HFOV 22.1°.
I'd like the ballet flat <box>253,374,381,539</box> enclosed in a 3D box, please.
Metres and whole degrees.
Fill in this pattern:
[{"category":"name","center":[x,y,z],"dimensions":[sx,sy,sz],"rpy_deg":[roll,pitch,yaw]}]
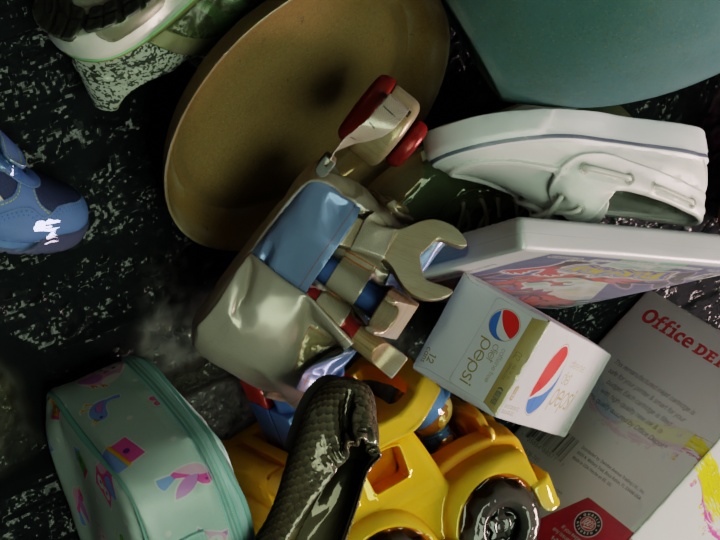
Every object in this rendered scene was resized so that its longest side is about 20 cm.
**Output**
[{"category":"ballet flat","center":[-0.030,0.157,1.028],"dimensions":[0.067,0.046,0.201],"rpy_deg":[15,94,-53]}]

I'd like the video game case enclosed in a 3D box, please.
[{"category":"video game case","center":[0.115,-0.001,1.165],"dimensions":[0.199,0.182,0.023],"rpy_deg":[3,79,-37]}]

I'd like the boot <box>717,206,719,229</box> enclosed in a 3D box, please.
[{"category":"boot","center":[0.323,-0.094,1.273],"dimensions":[0.200,0.072,0.166],"rpy_deg":[-53,173,6]}]

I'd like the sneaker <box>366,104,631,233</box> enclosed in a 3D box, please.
[{"category":"sneaker","center":[0.103,-0.051,1.171],"dimensions":[0.199,0.090,0.067],"rpy_deg":[-25,158,-24]}]

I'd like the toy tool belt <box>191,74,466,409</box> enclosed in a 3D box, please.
[{"category":"toy tool belt","center":[0.000,0.000,1.072],"dimensions":[0.123,0.125,0.200],"rpy_deg":[37,103,-7]}]

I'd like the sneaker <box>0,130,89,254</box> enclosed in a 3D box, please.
[{"category":"sneaker","center":[-0.218,-0.066,0.965],"dimensions":[0.199,0.074,0.083],"rpy_deg":[22,97,-40]}]

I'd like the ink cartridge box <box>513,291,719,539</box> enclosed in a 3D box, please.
[{"category":"ink cartridge box","center":[0.214,0.148,1.320],"dimensions":[0.200,0.145,0.145],"rpy_deg":[-46,130,-7]}]

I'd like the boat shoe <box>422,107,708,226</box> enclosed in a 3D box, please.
[{"category":"boat shoe","center":[0.130,-0.057,1.108],"dimensions":[0.199,0.073,0.066],"rpy_deg":[1,79,-25]}]

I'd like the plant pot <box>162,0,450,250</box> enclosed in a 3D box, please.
[{"category":"plant pot","center":[-0.035,-0.096,1.069],"dimensions":[0.199,0.028,0.201],"rpy_deg":[-29,148,-20]}]

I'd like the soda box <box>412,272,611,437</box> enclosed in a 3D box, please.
[{"category":"soda box","center":[0.100,0.057,1.173],"dimensions":[0.068,0.063,0.200],"rpy_deg":[-61,160,2]}]

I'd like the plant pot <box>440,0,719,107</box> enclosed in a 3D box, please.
[{"category":"plant pot","center":[0.115,-0.174,1.079],"dimensions":[0.134,0.200,0.200],"rpy_deg":[-31,129,4]}]

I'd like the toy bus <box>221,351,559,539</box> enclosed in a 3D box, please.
[{"category":"toy bus","center":[0.006,0.116,1.187],"dimensions":[0.199,0.135,0.193],"rpy_deg":[-27,109,-24]}]

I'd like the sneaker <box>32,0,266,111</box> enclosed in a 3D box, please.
[{"category":"sneaker","center":[-0.084,-0.154,1.028],"dimensions":[0.199,0.077,0.089],"rpy_deg":[-27,142,-16]}]

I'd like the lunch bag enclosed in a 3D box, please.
[{"category":"lunch bag","center":[-0.111,0.163,1.094],"dimensions":[0.077,0.160,0.201],"rpy_deg":[-26,124,-21]}]
